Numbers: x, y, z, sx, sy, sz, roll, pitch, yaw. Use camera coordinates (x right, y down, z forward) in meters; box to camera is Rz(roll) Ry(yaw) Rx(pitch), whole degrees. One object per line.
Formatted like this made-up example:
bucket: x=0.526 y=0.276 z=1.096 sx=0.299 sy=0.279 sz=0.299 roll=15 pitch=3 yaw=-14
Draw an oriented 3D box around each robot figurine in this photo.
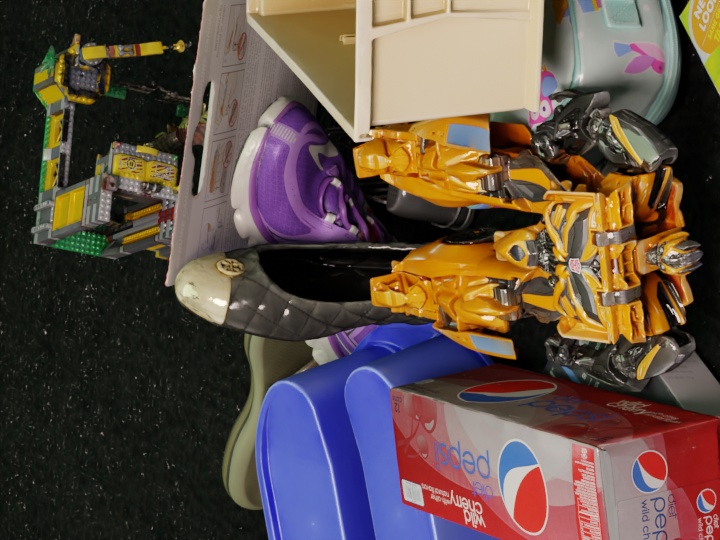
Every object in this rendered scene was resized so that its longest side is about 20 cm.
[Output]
robot figurine: x=0.081 y=-0.015 z=1.173 sx=0.199 sy=0.058 sz=0.146 roll=10 pitch=113 yaw=51

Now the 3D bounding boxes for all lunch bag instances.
lunch bag: x=0.094 y=-0.137 z=1.260 sx=0.160 sy=0.077 sz=0.201 roll=-44 pitch=50 yaw=51

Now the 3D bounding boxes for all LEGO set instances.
LEGO set: x=-0.109 y=-0.070 z=1.524 sx=0.116 sy=0.199 sz=0.155 roll=-14 pitch=59 yaw=57

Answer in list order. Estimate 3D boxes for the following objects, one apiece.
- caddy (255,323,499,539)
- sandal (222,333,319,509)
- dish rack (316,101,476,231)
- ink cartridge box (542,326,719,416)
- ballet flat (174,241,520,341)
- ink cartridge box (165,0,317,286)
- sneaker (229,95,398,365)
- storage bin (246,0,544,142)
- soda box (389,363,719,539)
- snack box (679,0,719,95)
caddy: x=0.027 y=0.127 z=1.334 sx=0.141 sy=0.105 sz=0.202 roll=-11 pitch=89 yaw=45
sandal: x=-0.032 y=0.073 z=1.498 sx=0.057 sy=0.079 sz=0.202 roll=44 pitch=137 yaw=35
dish rack: x=0.009 y=-0.114 z=1.447 sx=0.200 sy=0.054 sz=0.155 roll=-157 pitch=72 yaw=-63
ink cartridge box: x=0.133 y=0.075 z=1.208 sx=0.200 sy=0.039 sz=0.100 roll=59 pitch=138 yaw=48
ballet flat: x=0.000 y=0.000 z=1.303 sx=0.067 sy=0.198 sz=0.057 roll=-103 pitch=16 yaw=-46
ink cartridge box: x=-0.077 y=-0.084 z=1.375 sx=0.050 sy=0.200 sz=0.162 roll=12 pitch=101 yaw=19
sneaker: x=-0.005 y=-0.018 z=1.373 sx=0.083 sy=0.201 sz=0.081 roll=11 pitch=55 yaw=37
storage bin: x=0.013 y=-0.191 z=1.170 sx=0.200 sy=0.093 sz=0.200 roll=-128 pitch=35 yaw=-63
soda box: x=0.091 y=0.092 z=1.167 sx=0.200 sy=0.070 sz=0.064 roll=12 pitch=110 yaw=62
snack box: x=0.226 y=-0.095 z=1.013 sx=0.169 sy=0.067 sz=0.201 roll=-62 pitch=35 yaw=40
